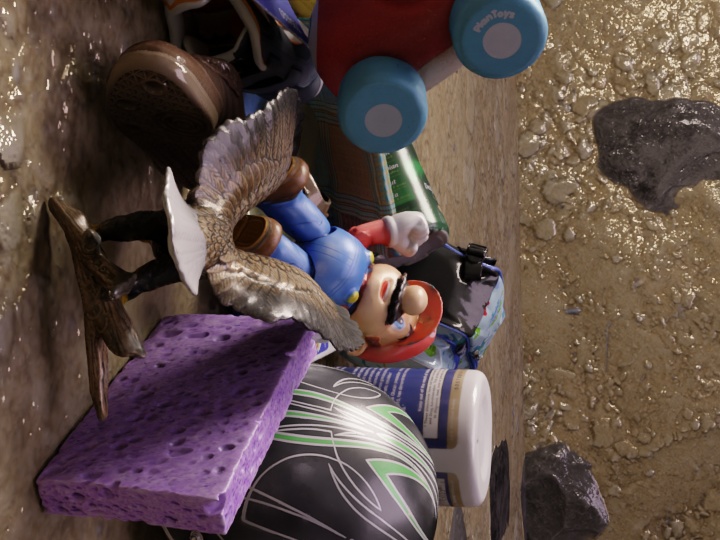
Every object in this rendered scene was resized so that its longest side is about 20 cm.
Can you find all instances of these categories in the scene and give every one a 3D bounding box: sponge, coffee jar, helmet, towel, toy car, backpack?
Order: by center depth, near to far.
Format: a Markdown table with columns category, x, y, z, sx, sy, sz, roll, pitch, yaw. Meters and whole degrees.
| category | x | y | z | sx | sy | sz | roll | pitch | yaw |
| --- | --- | --- | --- | --- | --- | --- | --- | --- | --- |
| sponge | -0.105 | 0.086 | 0.731 | 0.200 | 0.111 | 0.030 | -64 | 152 | -60 |
| toy car | 0.007 | -0.221 | 0.788 | 0.200 | 0.176 | 0.185 | 47 | 24 | -30 |
| helmet | -0.044 | 0.158 | 0.831 | 0.191 | 0.199 | 0.201 | 93 | 8 | -45 |
| towel | -0.021 | -0.116 | 1.016 | 0.147 | 0.022 | 0.201 | 20 | -56 | 61 |
| coffee jar | 0.008 | -0.105 | 1.109 | 0.104 | 0.085 | 0.201 | 38 | 28 | -77 |
| backpack | 0.051 | 0.044 | 1.229 | 0.147 | 0.182 | 0.200 | -62 | 161 | -12 |

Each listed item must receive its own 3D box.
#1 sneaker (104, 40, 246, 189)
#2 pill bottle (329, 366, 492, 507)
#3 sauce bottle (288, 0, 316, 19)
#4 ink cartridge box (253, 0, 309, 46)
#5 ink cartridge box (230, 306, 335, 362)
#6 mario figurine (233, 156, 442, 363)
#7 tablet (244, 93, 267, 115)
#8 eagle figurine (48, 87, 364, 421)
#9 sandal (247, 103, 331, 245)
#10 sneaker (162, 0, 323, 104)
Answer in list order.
| category | x | y | z | sx | sy | sz | roll | pitch | yaw |
| --- | --- | --- | --- | --- | --- | --- | --- | --- | --- |
| sneaker | -0.116 | -0.115 | 0.780 | 0.200 | 0.070 | 0.076 | 77 | 20 | -73 |
| pill bottle | 0.004 | 0.135 | 0.980 | 0.111 | 0.199 | 0.112 | 0 | 90 | -77 |
| sauce bottle | -0.006 | -0.216 | 1.027 | 0.200 | 0.066 | 0.066 | 51 | -21 | 49 |
| ink cartridge box | -0.088 | -0.263 | 0.773 | 0.201 | 0.043 | 0.196 | 62 | 10 | 9 |
| ink cartridge box | -0.066 | 0.035 | 1.001 | 0.200 | 0.039 | 0.100 | -19 | 109 | -68 |
| mario figurine | 0.000 | 0.000 | 0.875 | 0.200 | 0.124 | 0.106 | 40 | 5 | -39 |
| tablet | -0.082 | -0.093 | 1.020 | 0.200 | 0.014 | 0.131 | 66 | 27 | -59 |
| eagle figurine | -0.081 | -0.019 | 0.714 | 0.199 | 0.151 | 0.152 | -13 | 133 | -33 |
| sandal | -0.055 | -0.068 | 0.948 | 0.080 | 0.057 | 0.202 | 45 | 40 | -44 |
| sneaker | -0.089 | -0.164 | 0.870 | 0.200 | 0.078 | 0.080 | 46 | 39 | -54 |
